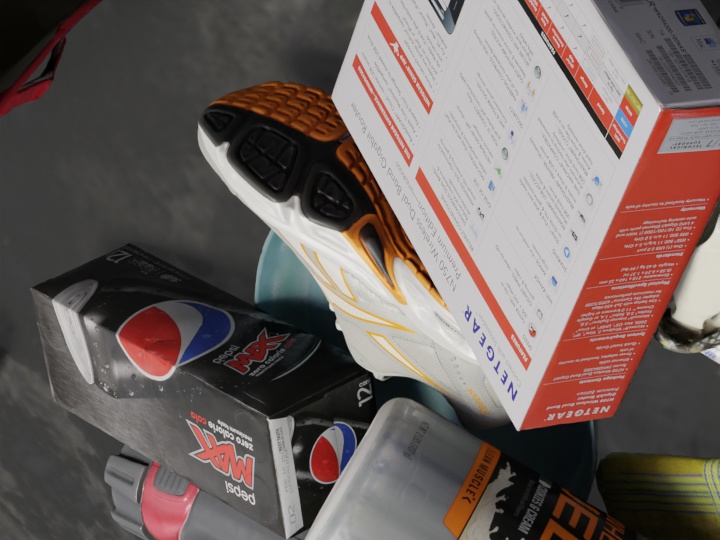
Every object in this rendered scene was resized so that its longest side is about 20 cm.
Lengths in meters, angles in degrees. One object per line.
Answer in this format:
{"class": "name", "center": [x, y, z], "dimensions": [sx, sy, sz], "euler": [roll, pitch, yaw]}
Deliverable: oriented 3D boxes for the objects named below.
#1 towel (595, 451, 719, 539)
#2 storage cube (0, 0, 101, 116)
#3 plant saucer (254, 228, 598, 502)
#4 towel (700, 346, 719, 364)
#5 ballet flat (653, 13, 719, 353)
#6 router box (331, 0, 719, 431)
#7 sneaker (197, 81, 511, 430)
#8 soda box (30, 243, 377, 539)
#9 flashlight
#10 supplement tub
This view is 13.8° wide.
{"class": "towel", "center": [0.194, 0.144, 1.292], "dimensions": [0.199, 0.023, 0.144], "euler": [-3, 113, 47]}
{"class": "storage cube", "center": [-0.243, -0.129, 1.373], "dimensions": [0.200, 0.171, 0.180], "euler": [46, 131, -9]}
{"class": "plant saucer", "center": [0.034, 0.045, 1.372], "dimensions": [0.199, 0.027, 0.201], "euler": [24, 129, 32]}
{"class": "towel", "center": [0.160, -0.023, 1.227], "dimensions": [0.199, 0.024, 0.147], "euler": [32, 131, 19]}
{"class": "ballet flat", "center": [0.155, -0.045, 1.154], "dimensions": [0.072, 0.072, 0.201], "euler": [34, 129, 20]}
{"class": "router box", "center": [0.068, -0.070, 1.195], "dimensions": [0.201, 0.049, 0.180], "euler": [62, 146, 35]}
{"class": "sneaker", "center": [0.000, 0.000, 1.306], "dimensions": [0.200, 0.076, 0.092], "euler": [39, 140, 21]}
{"class": "soda box", "center": [-0.075, 0.054, 1.418], "dimensions": [0.200, 0.063, 0.071], "euler": [24, 131, 46]}
{"class": "flashlight", "center": [-0.040, 0.129, 1.445], "dimensions": [0.199, 0.068, 0.068], "euler": [22, 127, 41]}
{"class": "supplement tub", "center": [0.069, 0.153, 1.289], "dimensions": [0.199, 0.123, 0.123], "euler": [31, 135, 0]}
